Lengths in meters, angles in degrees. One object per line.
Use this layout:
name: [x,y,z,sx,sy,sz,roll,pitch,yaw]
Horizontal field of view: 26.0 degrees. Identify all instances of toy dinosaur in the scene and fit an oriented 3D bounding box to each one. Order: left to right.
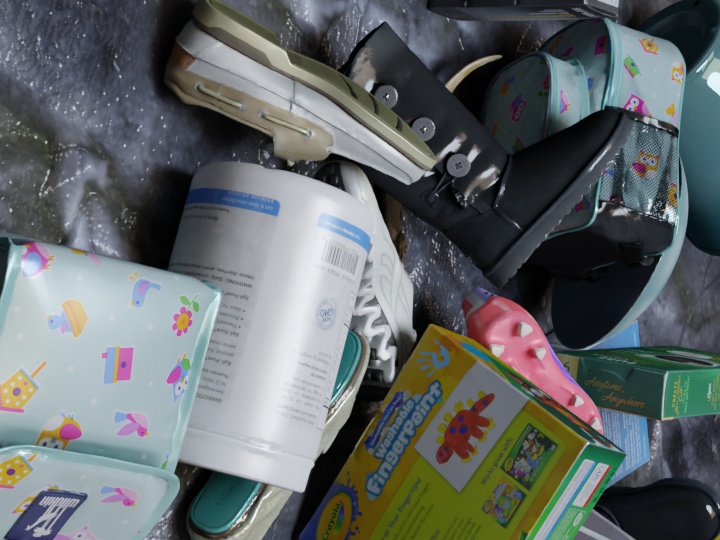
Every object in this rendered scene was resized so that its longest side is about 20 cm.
toy dinosaur: [0.040,-0.103,1.240,0.101,0.058,0.200,35,76,-61]

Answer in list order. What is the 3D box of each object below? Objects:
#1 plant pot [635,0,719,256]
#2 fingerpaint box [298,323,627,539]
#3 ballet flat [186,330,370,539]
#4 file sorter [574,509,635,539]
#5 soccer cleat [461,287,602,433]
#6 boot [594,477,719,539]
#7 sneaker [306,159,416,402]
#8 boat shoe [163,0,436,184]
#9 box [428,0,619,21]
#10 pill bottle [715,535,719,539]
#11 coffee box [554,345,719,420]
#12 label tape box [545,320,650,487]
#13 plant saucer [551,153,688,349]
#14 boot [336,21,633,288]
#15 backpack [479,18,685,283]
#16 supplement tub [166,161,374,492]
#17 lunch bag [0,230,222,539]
plant pot: [0.335,-0.148,1.471,0.188,0.200,0.200,41,64,-27]
fingerpaint box: [0.073,0.170,1.165,0.073,0.167,0.200,21,102,-53]
ballet flat: [-0.058,0.130,1.148,0.200,0.067,0.062,-51,144,-22]
file sorter: [0.105,0.264,1.249,0.124,0.139,0.200,28,93,-42]
soccer cleat: [0.144,0.096,1.289,0.067,0.077,0.200,-34,124,0]
boot: [0.210,0.255,1.381,0.200,0.165,0.066,-24,97,-44]
sneaker: [0.000,0.000,1.189,0.081,0.075,0.200,-46,135,-45]
boat shoe: [-0.042,-0.110,1.083,0.200,0.075,0.068,31,104,-14]
box: [0.138,-0.301,1.234,0.048,0.158,0.201,6,90,-47]
pill bottle: [0.324,0.271,1.491,0.104,0.200,0.105,-8,100,-48]
coffee box: [0.271,0.097,1.372,0.200,0.123,0.044,1,96,-48]
label tape box: [0.179,0.138,1.413,0.200,0.066,0.144,-22,111,-41]
plant saucer: [0.235,-0.018,1.359,0.039,0.201,0.202,23,75,-15]
boot: [0.080,-0.112,1.158,0.200,0.066,0.165,41,87,-3]
backpack: [0.182,-0.111,1.296,0.153,0.176,0.201,21,73,-17]
supplement tub: [-0.074,0.038,1.056,0.132,0.132,0.201,25,77,-48]
lunch bag: [-0.192,0.084,0.936,0.170,0.122,0.201,16,87,-47]
